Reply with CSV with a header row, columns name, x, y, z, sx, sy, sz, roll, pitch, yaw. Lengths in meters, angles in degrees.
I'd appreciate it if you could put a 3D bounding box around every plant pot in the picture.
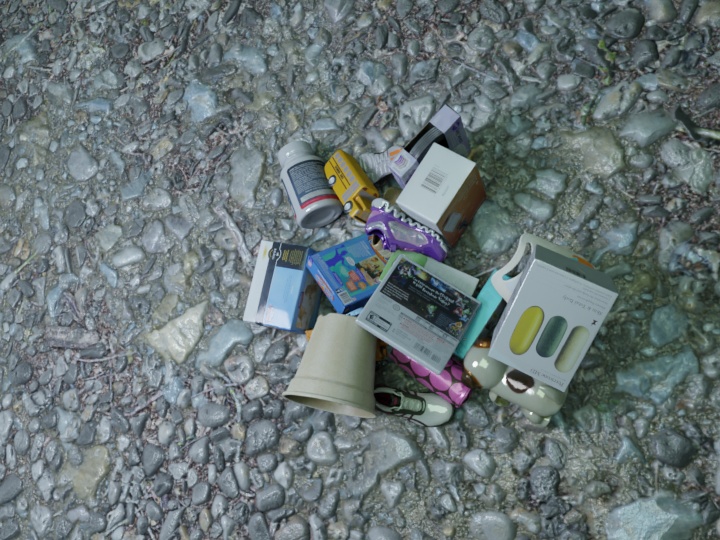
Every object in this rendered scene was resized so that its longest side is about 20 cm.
name,x,y,z,sx,sy,sz,roll,pitch,yaw
plant pot,-0.044,0.195,1.194,0.200,0.200,0.184,5,68,20

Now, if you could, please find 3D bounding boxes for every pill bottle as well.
name,x,y,z,sx,sy,sz,roll,pitch,yaw
pill bottle,-0.131,-0.216,1.416,0.119,0.120,0.200,-26,71,12

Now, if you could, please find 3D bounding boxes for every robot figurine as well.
name,x,y,z,sx,sy,sz,roll,pitch,yaw
robot figurine,-0.025,0.172,1.318,0.200,0.058,0.145,-7,94,18

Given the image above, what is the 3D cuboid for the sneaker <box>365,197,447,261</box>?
name,x,y,z,sx,sy,sz,roll,pitch,yaw
sneaker,0.092,-0.069,1.238,0.200,0.080,0.089,32,75,3

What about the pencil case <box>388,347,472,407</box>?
name,x,y,z,sx,sy,sz,roll,pitch,yaw
pencil case,0.163,0.207,1.244,0.200,0.094,0.091,38,132,21

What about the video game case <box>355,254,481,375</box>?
name,x,y,z,sx,sy,sz,roll,pitch,yaw
video game case,0.120,0.087,1.169,0.200,0.023,0.182,32,67,8

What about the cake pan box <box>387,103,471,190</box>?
name,x,y,z,sx,sy,sz,roll,pitch,yaw
cake pan box,0.159,-0.256,1.281,0.184,0.200,0.052,-47,69,2

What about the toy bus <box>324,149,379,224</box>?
name,x,y,z,sx,sy,sz,roll,pitch,yaw
toy bus,-0.018,-0.195,1.342,0.078,0.065,0.200,-47,46,18

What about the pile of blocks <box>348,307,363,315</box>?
name,x,y,z,sx,sy,sz,roll,pitch,yaw
pile of blocks,0.009,0.085,1.333,0.200,0.062,0.082,9,81,21

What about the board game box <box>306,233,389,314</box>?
name,x,y,z,sx,sy,sz,roll,pitch,yaw
board game box,0.000,0.000,1.303,0.200,0.045,0.152,-23,66,-28

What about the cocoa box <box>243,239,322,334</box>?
name,x,y,z,sx,sy,sz,roll,pitch,yaw
cocoa box,-0.174,0.044,1.367,0.131,0.133,0.200,9,81,21

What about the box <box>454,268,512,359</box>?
name,x,y,z,sx,sy,sz,roll,pitch,yaw
box,0.262,0.098,1.231,0.049,0.082,0.200,33,90,23

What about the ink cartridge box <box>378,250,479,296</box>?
name,x,y,z,sx,sy,sz,roll,pitch,yaw
ink cartridge box,0.149,0.032,1.264,0.200,0.059,0.104,25,70,10

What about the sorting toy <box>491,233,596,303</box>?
name,x,y,z,sx,sy,sz,roll,pitch,yaw
sorting toy,0.368,0.021,1.163,0.180,0.107,0.200,35,91,-7

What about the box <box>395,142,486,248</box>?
name,x,y,z,sx,sy,sz,roll,pitch,yaw
box,0.183,-0.158,1.250,0.106,0.200,0.152,33,90,23

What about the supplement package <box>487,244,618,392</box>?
name,x,y,z,sx,sy,sz,roll,pitch,yaw
supplement package,0.350,0.082,1.052,0.152,0.151,0.200,25,109,11

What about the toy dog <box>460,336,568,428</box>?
name,x,y,z,sx,sy,sz,roll,pitch,yaw
toy dog,0.299,0.219,1.137,0.200,0.194,0.140,25,96,13

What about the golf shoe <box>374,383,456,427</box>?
name,x,y,z,sx,sy,sz,roll,pitch,yaw
golf shoe,0.105,0.296,1.241,0.200,0.088,0.077,6,79,19

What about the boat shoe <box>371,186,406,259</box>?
name,x,y,z,sx,sy,sz,roll,pitch,yaw
boat shoe,0.064,-0.125,1.326,0.071,0.064,0.200,-29,44,38

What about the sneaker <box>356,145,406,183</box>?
name,x,y,z,sx,sy,sz,roll,pitch,yaw
sneaker,0.080,-0.259,1.380,0.200,0.112,0.078,0,103,51
